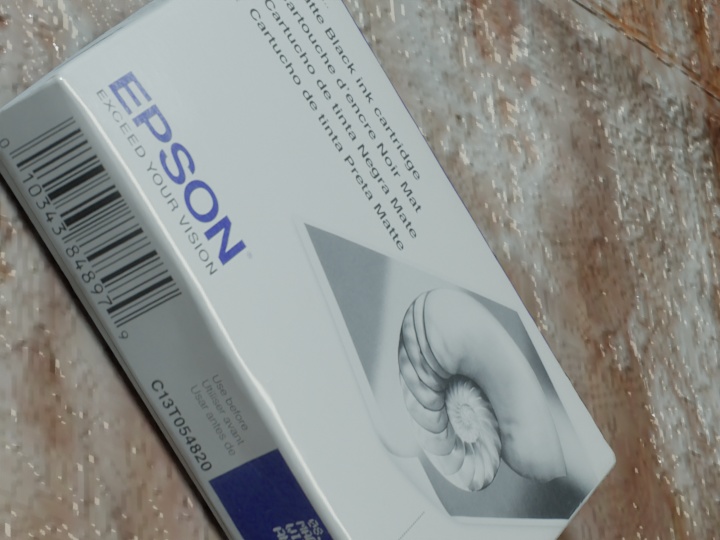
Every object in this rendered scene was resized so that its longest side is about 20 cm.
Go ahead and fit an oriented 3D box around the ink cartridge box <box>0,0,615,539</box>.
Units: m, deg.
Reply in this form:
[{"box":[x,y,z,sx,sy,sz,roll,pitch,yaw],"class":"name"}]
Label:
[{"box":[0.000,0.000,0.777,0.200,0.040,0.200,58,33,-8],"class":"ink cartridge box"}]
